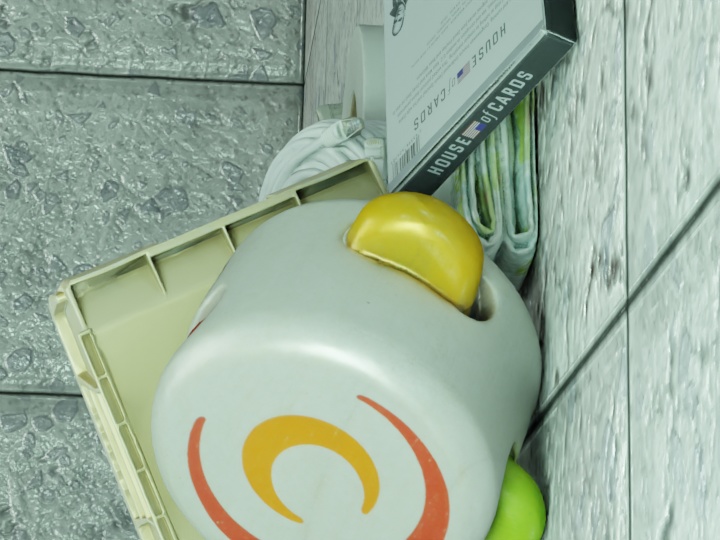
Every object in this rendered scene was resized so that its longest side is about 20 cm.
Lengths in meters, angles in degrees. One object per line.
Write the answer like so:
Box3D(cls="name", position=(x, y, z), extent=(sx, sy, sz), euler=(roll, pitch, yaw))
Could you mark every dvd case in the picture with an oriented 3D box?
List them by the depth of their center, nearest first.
Box3D(cls="dvd case", position=(0.059, -0.153, 1.274), extent=(0.150, 0.025, 0.200), euler=(-46, 34, 43))

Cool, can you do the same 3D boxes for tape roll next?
Box3D(cls="tape roll", position=(0.026, -0.073, 1.707), extent=(0.202, 0.071, 0.203), euler=(-178, 90, -84))

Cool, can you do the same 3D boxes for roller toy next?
Box3D(cls="roller toy", position=(-0.005, 0.061, 1.221), extent=(0.200, 0.182, 0.140), euler=(66, -150, -28))

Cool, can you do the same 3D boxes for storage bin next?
Box3D(cls="storage bin", position=(-0.050, 0.063, 1.359), extent=(0.094, 0.199, 0.199), euler=(-174, 62, -77))

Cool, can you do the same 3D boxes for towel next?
Box3D(cls="towel", position=(0.065, -0.057, 1.366), extent=(0.200, 0.048, 0.172), euler=(104, 168, -70))

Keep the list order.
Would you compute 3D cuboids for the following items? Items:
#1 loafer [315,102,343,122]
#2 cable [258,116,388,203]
Box3D(cls="loafer", position=(-0.018, -0.058, 2.246), extent=(0.070, 0.070, 0.201), euler=(-177, 90, -85))
Box3D(cls="cable", position=(0.000, 0.000, 1.556), extent=(0.200, 0.069, 0.201), euler=(-4, 97, 60))
